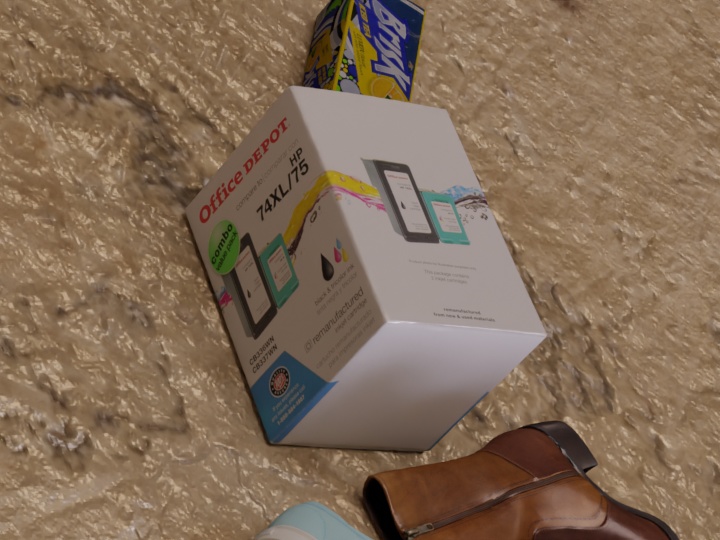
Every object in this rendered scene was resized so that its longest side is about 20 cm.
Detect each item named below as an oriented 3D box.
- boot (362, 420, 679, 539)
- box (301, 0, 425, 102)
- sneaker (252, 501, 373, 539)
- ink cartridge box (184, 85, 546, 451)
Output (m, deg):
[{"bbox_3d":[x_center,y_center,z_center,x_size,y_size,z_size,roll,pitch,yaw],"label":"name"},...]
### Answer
[{"bbox_3d":[0.120,0.191,1.803,0.200,0.068,0.188,-15,65,-49],"label":"boot"},{"bbox_3d":[-0.003,-0.139,2.015,0.070,0.064,0.200,30,39,-17],"label":"box"},{"bbox_3d":[0.023,0.218,1.679,0.200,0.074,0.082,44,39,-1],"label":"sneaker"},{"bbox_3d":[0.000,0.000,1.811,0.146,0.147,0.200,6,50,-39],"label":"ink cartridge box"}]
